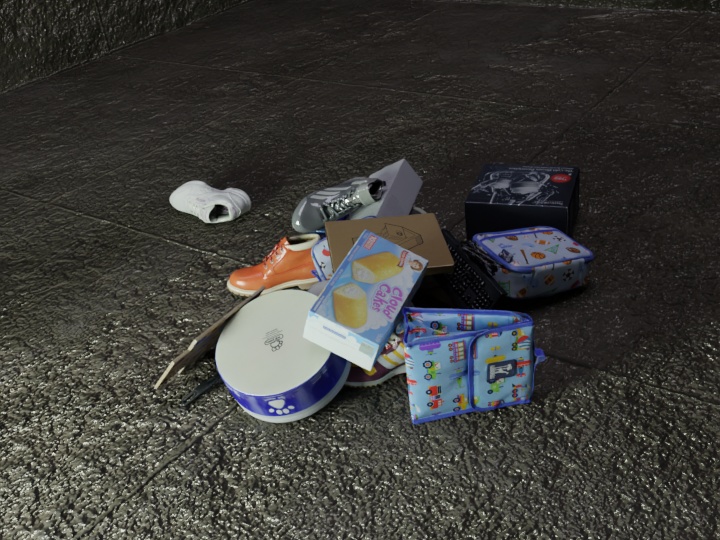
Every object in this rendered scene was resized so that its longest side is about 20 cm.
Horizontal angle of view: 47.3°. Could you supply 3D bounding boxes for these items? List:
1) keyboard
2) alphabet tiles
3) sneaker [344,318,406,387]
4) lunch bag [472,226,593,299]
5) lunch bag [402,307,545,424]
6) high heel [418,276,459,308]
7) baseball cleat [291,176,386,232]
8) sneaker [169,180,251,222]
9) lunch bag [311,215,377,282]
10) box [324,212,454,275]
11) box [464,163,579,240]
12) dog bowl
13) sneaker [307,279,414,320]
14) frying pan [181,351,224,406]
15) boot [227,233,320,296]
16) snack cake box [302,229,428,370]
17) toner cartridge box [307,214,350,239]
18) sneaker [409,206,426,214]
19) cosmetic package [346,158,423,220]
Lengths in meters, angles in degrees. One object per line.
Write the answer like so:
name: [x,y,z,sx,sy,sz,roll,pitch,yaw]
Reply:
keyboard: [0.170,-0.006,1.399,0.040,0.104,0.200,25,19,-45]
alphabet tiles: [-0.250,0.115,1.341,0.008,0.167,0.200,46,47,3]
sneaker: [0.050,0.121,1.301,0.200,0.090,0.075,-12,31,-8]
lunch bag: [0.295,-0.021,1.457,0.200,0.076,0.160,-6,31,-24]
lunch bag: [0.167,0.131,1.198,0.200,0.151,0.094,-5,31,4]
high heel: [0.131,0.029,1.462,0.200,0.067,0.096,20,28,18]
baseball cleat: [-0.037,-0.133,1.558,0.200,0.070,0.106,-35,19,-31]
sneaker: [-0.354,-0.153,1.866,0.200,0.075,0.100,5,32,20]
lunch bag: [0.000,0.000,1.477,0.160,0.076,0.200,-30,47,1]
box: [0.045,-0.041,1.408,0.200,0.021,0.164,-6,38,-6]
box: [0.327,-0.128,1.645,0.200,0.104,0.182,4,34,20]
dog bowl: [-0.119,0.130,1.275,0.200,0.079,0.200,-10,49,12]
sneaker: [-0.008,0.045,1.355,0.200,0.071,0.073,7,70,27]
frying pan: [-0.198,0.162,1.347,0.115,0.031,0.190,8,49,23]
boot: [-0.161,-0.015,1.563,0.200,0.107,0.075,-11,32,-3]
snack cake box: [0.011,0.041,1.239,0.115,0.067,0.200,25,47,9]
toner cartridge box: [-0.041,-0.086,1.666,0.043,0.095,0.200,5,32,23]
sneaker: [0.095,-0.061,1.610,0.106,0.075,0.200,-18,33,-19]
cosmetic package: [0.043,-0.125,1.648,0.101,0.071,0.200,-21,31,40]
